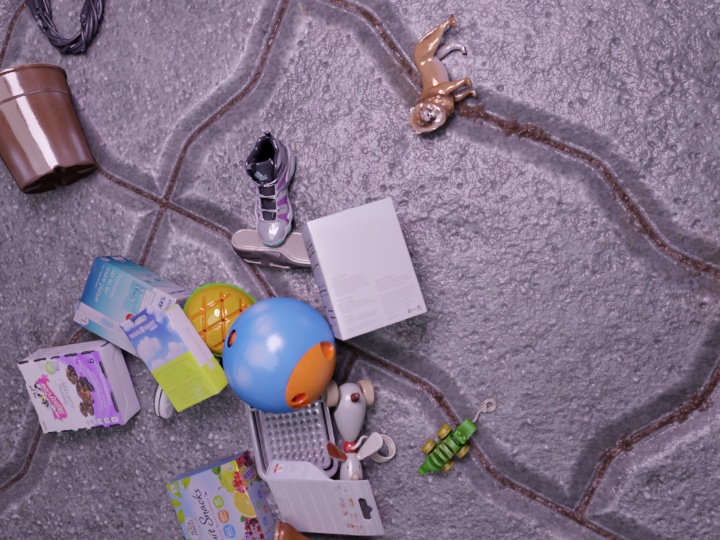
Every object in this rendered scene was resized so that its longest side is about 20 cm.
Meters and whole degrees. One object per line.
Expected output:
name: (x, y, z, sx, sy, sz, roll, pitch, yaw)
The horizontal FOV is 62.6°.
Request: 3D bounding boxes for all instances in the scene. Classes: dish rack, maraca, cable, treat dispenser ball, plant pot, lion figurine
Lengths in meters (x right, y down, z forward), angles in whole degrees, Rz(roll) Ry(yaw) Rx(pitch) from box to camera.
dish rack: (-0.131, 0.306, 1.156, 0.170, 0.044, 0.202, -10, 90, 13)
maraca: (-0.245, 0.106, 1.144, 0.199, 0.107, 0.138, 29, 83, -9)
cable: (-0.601, -0.546, 1.226, 0.162, 0.051, 0.201, -29, 84, 8)
treat dispenser ball: (-0.141, 0.149, 1.042, 0.199, 0.201, 0.203, 1, 93, 13)
plant pot: (-0.642, -0.273, 1.181, 0.199, 0.200, 0.199, -24, 95, 13)
lion figurine: (0.132, -0.348, 1.054, 0.122, 0.072, 0.202, -14, 76, 21)

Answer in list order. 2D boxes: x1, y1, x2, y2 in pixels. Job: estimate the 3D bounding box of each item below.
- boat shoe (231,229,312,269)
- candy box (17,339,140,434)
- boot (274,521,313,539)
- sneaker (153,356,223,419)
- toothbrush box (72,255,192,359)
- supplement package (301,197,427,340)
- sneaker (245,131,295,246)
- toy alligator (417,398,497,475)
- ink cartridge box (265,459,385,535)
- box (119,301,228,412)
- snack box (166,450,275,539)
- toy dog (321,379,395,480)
boat shoe: (-0.150, -0.036, 1.143, 0.198, 0.057, 0.067, 11, 60, 9)
candy box: (-0.581, 0.240, 1.227, 0.198, 0.072, 0.169, -10, 104, 14)
boot: (-0.063, 0.533, 1.108, 0.154, 0.077, 0.201, -17, 112, 16)
sneaker: (-0.332, 0.222, 1.182, 0.115, 0.076, 0.202, 25, 96, 13)
toothbrush box: (-0.456, 0.077, 1.200, 0.199, 0.085, 0.147, 26, 99, 10)
supplement package: (0.000, 0.000, 1.032, 0.151, 0.151, 0.202, -17, 89, -10)
sneaker: (-0.175, -0.152, 1.075, 0.077, 0.140, 0.202, -2, 80, 12)
toy alligator: (0.173, 0.309, 1.077, 0.059, 0.054, 0.200, 44, 101, 7)
ink cartridge box: (-0.061, 0.422, 1.102, 0.198, 0.050, 0.163, -6, 122, 14)
box: (-0.347, 0.156, 1.105, 0.121, 0.048, 0.201, -28, 98, 29)
snack box: (-0.273, 0.488, 1.186, 0.168, 0.068, 0.201, -21, 87, 13)
toy dog: (-0.010, 0.288, 1.074, 0.131, 0.096, 0.201, -24, 89, -16)
